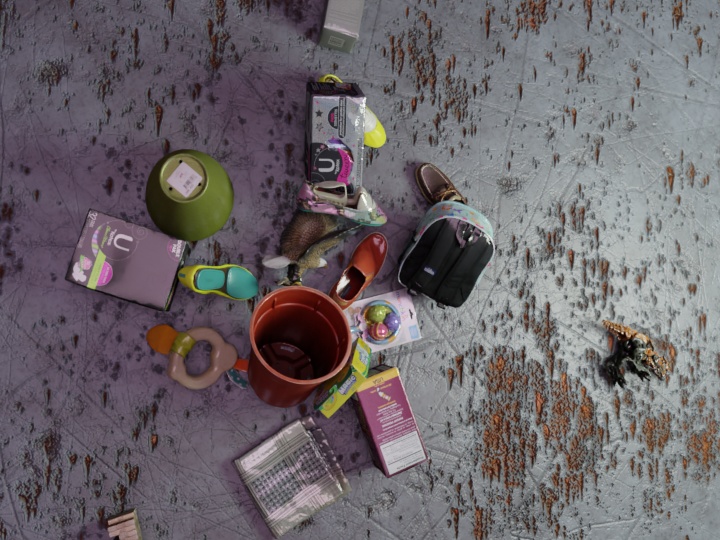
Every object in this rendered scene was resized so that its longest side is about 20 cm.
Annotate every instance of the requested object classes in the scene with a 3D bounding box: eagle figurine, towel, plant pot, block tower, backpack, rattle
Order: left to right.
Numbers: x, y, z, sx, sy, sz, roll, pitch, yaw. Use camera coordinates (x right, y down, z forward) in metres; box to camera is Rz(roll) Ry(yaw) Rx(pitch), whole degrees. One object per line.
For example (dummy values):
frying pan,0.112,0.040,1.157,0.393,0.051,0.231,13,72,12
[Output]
block tower,-0.452,0.585,1.476,0.057,0.054,0.204,-15,88,-10
plant pot,-0.343,-0.165,1.480,0.183,0.200,0.191,1,85,-10
rattle,-0.326,0.181,1.546,0.198,0.141,0.133,10,76,-45
plant pot,-0.137,0.166,1.474,0.197,0.196,0.204,9,58,-14
towel,-0.139,0.428,1.556,0.198,0.035,0.195,-30,91,-12
eagle figurine,-0.101,-0.046,1.558,0.150,0.151,0.202,29,92,4
backpack,0.187,-0.044,1.571,0.175,0.152,0.201,25,126,-7

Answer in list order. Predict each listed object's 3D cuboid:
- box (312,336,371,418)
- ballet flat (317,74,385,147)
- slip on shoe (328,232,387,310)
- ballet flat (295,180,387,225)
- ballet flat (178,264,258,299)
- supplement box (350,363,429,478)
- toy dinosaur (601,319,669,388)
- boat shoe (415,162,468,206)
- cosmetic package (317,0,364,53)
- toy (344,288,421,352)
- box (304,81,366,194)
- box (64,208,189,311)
box,-0.034,0.215,1.494,0.048,0.200,0.117,43,103,-3
ballet flat,-0.018,-0.350,1.622,0.067,0.067,0.200,-45,94,-11
slip on shoe,0.000,0.000,1.595,0.074,0.061,0.201,37,69,-4
ballet flat,-0.031,-0.141,1.503,0.196,0.070,0.072,11,123,-14
ballet flat,-0.289,0.019,1.505,0.066,0.199,0.068,7,87,30
supplement box,0.053,0.308,1.551,0.102,0.131,0.203,-19,90,-11
toy dinosaur,0.620,0.188,1.698,0.198,0.103,0.137,30,57,7
boat shoe,0.197,-0.157,1.644,0.072,0.072,0.202,-34,92,-11
cosmetic package,-0.033,-0.594,1.620,0.089,0.107,0.204,14,85,-8
toy,0.031,0.116,1.604,0.196,0.047,0.117,-14,89,-11
box,-0.056,-0.274,1.539,0.112,0.133,0.203,-2,116,-9
box,-0.458,-0.016,1.486,0.197,0.124,0.151,19,84,-9
